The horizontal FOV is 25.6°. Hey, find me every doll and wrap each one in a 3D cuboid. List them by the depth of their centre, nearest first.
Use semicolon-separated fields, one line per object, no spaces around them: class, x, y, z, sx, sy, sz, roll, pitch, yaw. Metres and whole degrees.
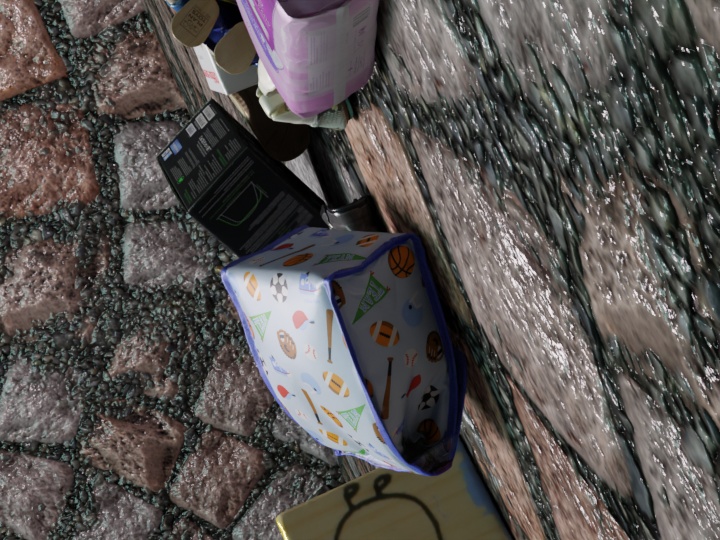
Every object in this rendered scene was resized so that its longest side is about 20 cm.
doll;-0.116;-0.201;1.324;0.136;0.049;0.200;33;-174;-4

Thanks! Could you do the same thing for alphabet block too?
alphabet block;0.050;0.310;1.580;0.196;0.199;0.197;61;172;27

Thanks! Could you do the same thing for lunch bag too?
lunch bag;-0.004;0.070;1.335;0.169;0.123;0.202;5;118;56

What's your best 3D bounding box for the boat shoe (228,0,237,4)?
boat shoe;-0.106;-0.263;1.315;0.072;0.069;0.200;9;-162;-45

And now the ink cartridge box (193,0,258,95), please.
ink cartridge box;-0.136;-0.271;1.484;0.145;0.083;0.202;-142;28;-76

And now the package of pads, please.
package of pads;-0.040;-0.191;1.055;0.121;0.075;0.200;62;173;10

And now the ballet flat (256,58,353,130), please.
ballet flat;-0.049;-0.156;1.255;0.069;0.071;0.200;50;169;17

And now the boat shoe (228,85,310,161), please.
boat shoe;-0.116;-0.206;1.622;0.201;0.071;0.065;67;172;-25

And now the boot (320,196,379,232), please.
boot;0.000;0.000;1.510;0.133;0.069;0.200;67;163;5

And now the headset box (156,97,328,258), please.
headset box;-0.101;-0.063;1.671;0.200;0.093;0.174;42;-175;-29
